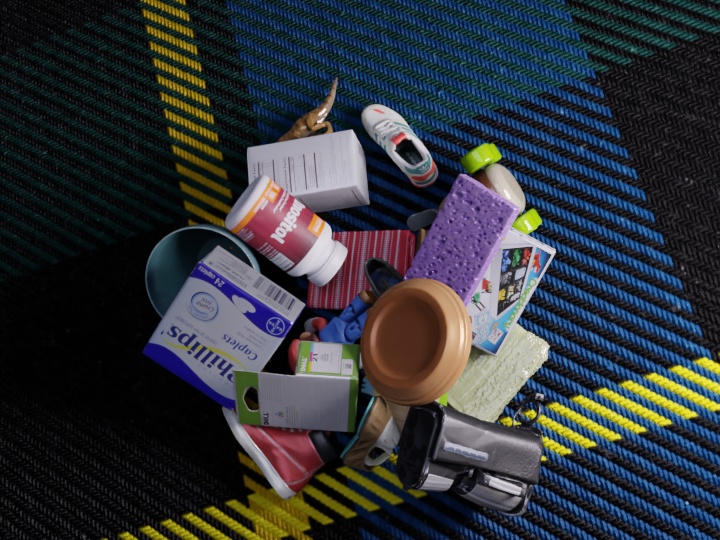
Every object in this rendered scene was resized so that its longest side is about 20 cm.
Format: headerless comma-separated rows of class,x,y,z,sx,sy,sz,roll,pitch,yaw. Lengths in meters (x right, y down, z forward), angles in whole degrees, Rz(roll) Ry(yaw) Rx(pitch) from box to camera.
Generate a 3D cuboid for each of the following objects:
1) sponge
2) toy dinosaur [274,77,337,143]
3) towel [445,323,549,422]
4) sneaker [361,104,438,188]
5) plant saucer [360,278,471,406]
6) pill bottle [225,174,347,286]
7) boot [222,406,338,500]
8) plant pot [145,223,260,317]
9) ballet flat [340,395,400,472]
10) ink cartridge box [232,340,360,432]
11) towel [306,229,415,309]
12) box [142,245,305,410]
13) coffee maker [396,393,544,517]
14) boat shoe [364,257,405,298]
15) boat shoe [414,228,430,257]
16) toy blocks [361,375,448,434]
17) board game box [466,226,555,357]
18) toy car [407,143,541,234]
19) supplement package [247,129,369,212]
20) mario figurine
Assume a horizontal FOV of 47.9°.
sponge,0.159,-0.039,1.289,0.111,0.030,0.201,34,109,23
toy dinosaur,-0.089,-0.282,1.544,0.200,0.060,0.106,-44,69,-2
towel,0.208,0.164,1.372,0.148,0.036,0.200,39,88,20
sneaker,0.069,-0.244,1.481,0.070,0.093,0.200,-37,71,0
plant saucer,0.076,0.107,1.249,0.200,0.037,0.201,-12,69,34
pill bottle,-0.125,-0.064,1.402,0.200,0.113,0.113,37,84,-17
boot,-0.134,0.272,1.402,0.144,0.072,0.200,-41,77,-3
plant pot,-0.266,0.003,1.451,0.199,0.135,0.201,2,107,6
ballet flat,0.023,0.273,1.314,0.072,0.200,0.068,31,47,7
ink cartridge box,-0.103,0.190,1.338,0.199,0.148,0.076,4,44,1
towel,0.000,0.000,1.450,0.199,0.022,0.145,0,76,26
box,-0.226,0.097,1.350,0.184,0.105,0.200,34,109,-4
coffee maker,0.170,0.267,1.264,0.199,0.135,0.193,22,59,-23
boat shoe,0.065,0.050,1.336,0.069,0.057,0.200,-41,49,-3
boat shoe,0.124,0.029,1.397,0.070,0.070,0.201,3,98,-1
toy blocks,0.064,0.192,1.355,0.136,0.100,0.201,11,94,40
board game box,0.213,0.025,1.318,0.126,0.035,0.201,28,107,6
toy car,0.183,-0.096,1.398,0.200,0.158,0.165,-33,87,19
supplement package,-0.095,-0.173,1.487,0.199,0.114,0.110,-8,75,10
mario figurine,-0.038,0.122,1.409,0.200,0.124,0.106,-36,105,18
